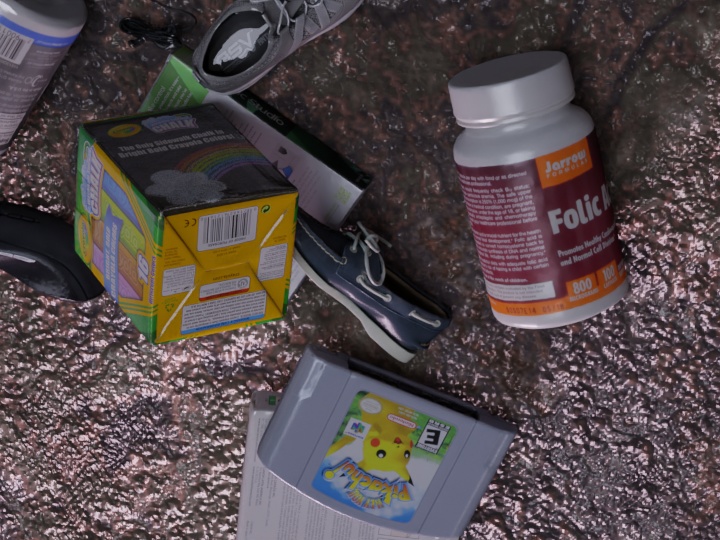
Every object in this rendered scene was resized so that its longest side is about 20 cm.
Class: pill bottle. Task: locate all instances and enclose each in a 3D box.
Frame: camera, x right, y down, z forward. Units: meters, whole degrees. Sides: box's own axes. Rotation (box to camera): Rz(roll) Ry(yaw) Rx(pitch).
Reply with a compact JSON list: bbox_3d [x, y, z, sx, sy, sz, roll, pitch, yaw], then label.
[{"bbox_3d":[-0.325,-0.166,1.528,0.114,0.114,0.200,37,116,-1],"label":"pill bottle"},{"bbox_3d":[0.139,-0.065,1.435,0.114,0.114,0.200,-9,109,19],"label":"pill bottle"}]

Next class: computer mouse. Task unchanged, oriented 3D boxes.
[{"bbox_3d":[-0.319,-0.023,1.565,0.200,0.140,0.046,29,125,3],"label":"computer mouse"}]

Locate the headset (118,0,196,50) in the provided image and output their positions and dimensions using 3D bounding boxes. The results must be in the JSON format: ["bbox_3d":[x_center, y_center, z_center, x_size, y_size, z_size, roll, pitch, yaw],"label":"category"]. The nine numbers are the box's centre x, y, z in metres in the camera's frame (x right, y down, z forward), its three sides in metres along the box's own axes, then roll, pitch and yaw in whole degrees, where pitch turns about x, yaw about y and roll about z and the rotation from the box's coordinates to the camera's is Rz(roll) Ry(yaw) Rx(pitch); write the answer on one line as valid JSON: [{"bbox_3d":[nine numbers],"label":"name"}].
[{"bbox_3d":[-0.178,-0.267,1.455,0.094,0.123,0.200,20,136,35],"label":"headset"}]

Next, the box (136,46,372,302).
[{"bbox_3d":[-0.110,-0.077,1.546,0.200,0.036,0.144,35,116,-1],"label":"box"}]

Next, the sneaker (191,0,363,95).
[{"bbox_3d":[-0.056,-0.208,1.444,0.075,0.082,0.200,44,103,-4],"label":"sneaker"}]

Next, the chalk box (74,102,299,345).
[{"bbox_3d":[-0.152,-0.050,1.452,0.200,0.124,0.124,45,137,46],"label":"chalk box"}]

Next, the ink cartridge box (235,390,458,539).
[{"bbox_3d":[-0.007,0.195,1.628,0.200,0.050,0.161,5,113,-6],"label":"ink cartridge box"}]

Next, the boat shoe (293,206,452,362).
[{"bbox_3d":[0.000,0.000,1.499,0.062,0.075,0.200,-39,118,13],"label":"boat shoe"}]

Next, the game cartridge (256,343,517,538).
[{"bbox_3d":[0.019,0.155,1.569,0.200,0.040,0.133,21,114,-10],"label":"game cartridge"}]
